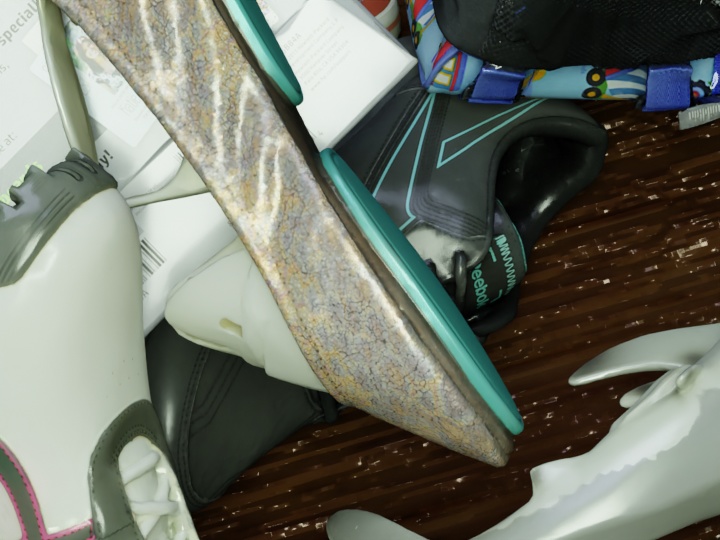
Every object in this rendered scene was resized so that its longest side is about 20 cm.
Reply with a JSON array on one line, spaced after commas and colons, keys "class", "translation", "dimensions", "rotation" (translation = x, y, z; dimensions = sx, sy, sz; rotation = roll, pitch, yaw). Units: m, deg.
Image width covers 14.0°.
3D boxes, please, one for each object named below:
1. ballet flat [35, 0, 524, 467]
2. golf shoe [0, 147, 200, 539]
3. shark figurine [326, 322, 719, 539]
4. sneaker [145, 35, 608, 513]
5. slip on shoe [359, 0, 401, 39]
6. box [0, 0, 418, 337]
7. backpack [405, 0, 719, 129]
[{"class": "ballet flat", "translation": [-0.033, -0.022, 0.778], "dimensions": [0.067, 0.068, 0.201], "rotation": [-32, 85, 6]}, {"class": "golf shoe", "translation": [-0.068, 0.067, 0.767], "dimensions": [0.088, 0.201, 0.077], "rotation": [16, 25, 21]}, {"class": "shark figurine", "translation": [0.098, 0.060, 0.799], "dimensions": [0.214, 0.090, 0.128], "rotation": [-35, 11, -30]}, {"class": "sneaker", "translation": [0.000, 0.000, 0.890], "dimensions": [0.079, 0.076, 0.200], "rotation": [19, 54, 30]}, {"class": "slip on shoe", "translation": [-0.051, -0.129, 1.051], "dimensions": [0.074, 0.061, 0.200], "rotation": [-26, 45, -13]}, {"class": "box", "translation": [-0.108, -0.075, 0.819], "dimensions": [0.156, 0.200, 0.041], "rotation": [-45, 6, 1]}, {"class": "backpack", "translation": [0.116, -0.137, 0.916], "dimensions": [0.198, 0.135, 0.183], "rotation": [0, 43, -10]}]
